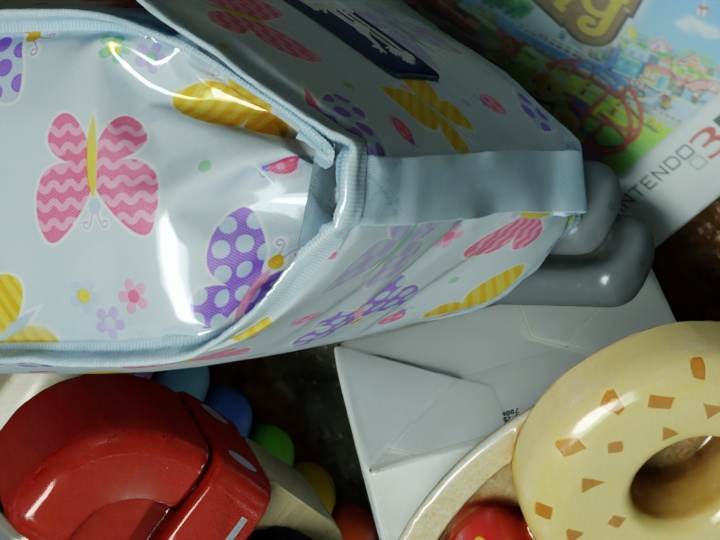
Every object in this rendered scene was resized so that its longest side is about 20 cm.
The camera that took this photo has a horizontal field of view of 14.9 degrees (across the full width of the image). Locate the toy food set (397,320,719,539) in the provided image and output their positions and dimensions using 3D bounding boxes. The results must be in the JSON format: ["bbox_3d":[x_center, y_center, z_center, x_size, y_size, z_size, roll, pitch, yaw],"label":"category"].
[{"bbox_3d":[0.100,0.114,0.877,0.197,0.049,0.200,33,106,-29],"label":"toy food set"}]

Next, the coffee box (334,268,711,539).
[{"bbox_3d":[0.068,0.112,0.946,0.113,0.080,0.201,-14,122,-2],"label":"coffee box"}]

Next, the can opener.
[{"bbox_3d":[0.000,0.000,0.927,0.199,0.067,0.053,2,141,39],"label":"can opener"}]

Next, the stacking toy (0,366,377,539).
[{"bbox_3d":[-0.045,0.089,1.011,0.200,0.086,0.085,38,122,-8],"label":"stacking toy"}]

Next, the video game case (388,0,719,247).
[{"bbox_3d":[0.046,-0.090,0.877,0.200,0.022,0.182,37,137,-11],"label":"video game case"}]

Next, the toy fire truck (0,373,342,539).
[{"bbox_3d":[-0.131,0.099,0.921,0.199,0.129,0.176,35,95,-21],"label":"toy fire truck"}]

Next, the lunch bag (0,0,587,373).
[{"bbox_3d":[-0.048,-0.032,0.827,0.199,0.169,0.128,1,94,30],"label":"lunch bag"}]
